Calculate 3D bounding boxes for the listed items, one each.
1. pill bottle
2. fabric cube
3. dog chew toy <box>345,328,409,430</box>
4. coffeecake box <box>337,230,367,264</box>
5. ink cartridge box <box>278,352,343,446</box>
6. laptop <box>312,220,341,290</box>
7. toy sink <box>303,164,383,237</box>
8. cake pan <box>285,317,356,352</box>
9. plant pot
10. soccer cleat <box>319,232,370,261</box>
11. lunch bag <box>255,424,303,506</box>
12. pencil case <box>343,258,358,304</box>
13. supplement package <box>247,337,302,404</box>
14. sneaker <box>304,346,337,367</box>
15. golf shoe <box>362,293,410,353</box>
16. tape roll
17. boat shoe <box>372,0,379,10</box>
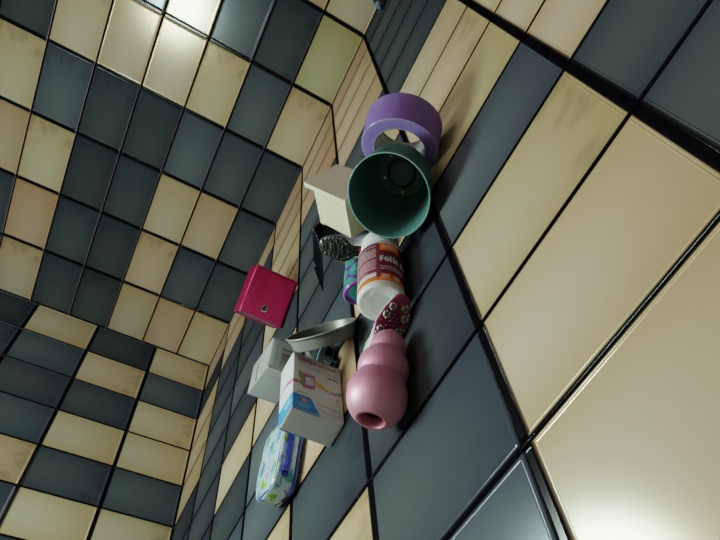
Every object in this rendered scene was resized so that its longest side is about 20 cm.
[{"bbox_3d":[0.047,0.007,1.356,0.115,0.111,0.203,-54,22,36],"label":"pill bottle"},{"bbox_3d":[-0.400,0.112,2.455,0.205,0.192,0.199,-69,17,-12],"label":"fabric cube"},{"bbox_3d":[0.043,0.204,1.143,0.125,0.122,0.204,-47,18,47],"label":"dog chew toy"},{"bbox_3d":[-0.025,-0.140,1.728,0.204,0.071,0.154,-63,19,15],"label":"coffeecake box"},{"bbox_3d":[-0.123,0.315,1.453,0.086,0.141,0.202,-59,19,23],"label":"ink cartridge box"},{"bbox_3d":[-0.076,-0.075,1.673,0.199,0.104,0.178,-40,26,4],"label":"laptop"},{"bbox_3d":[-0.042,-0.185,1.546,0.198,0.128,0.115,29,139,45],"label":"toy sink"},{"bbox_3d":[-0.098,0.169,1.526,0.199,0.194,0.038,173,81,-70],"label":"cake pan"},{"bbox_3d":[0.084,-0.206,1.382,0.203,0.198,0.162,-55,2,33],"label":"plant pot"},{"bbox_3d":[-0.010,-0.068,1.524,0.074,0.192,0.070,-67,-24,-63],"label":"soccer cleat"},{"bbox_3d":[-0.218,0.527,1.595,0.162,0.080,0.204,-52,23,43],"label":"lunch bag"},{"bbox_3d":[0.000,0.000,1.553,0.091,0.085,0.203,-35,30,25],"label":"pencil case"},{"bbox_3d":[-0.288,0.342,1.970,0.201,0.114,0.119,-52,24,42],"label":"supplement package"},{"bbox_3d":[-0.107,0.239,1.651,0.082,0.073,0.201,-47,27,9],"label":"sneaker"},{"bbox_3d":[0.047,0.141,1.271,0.205,0.073,0.092,-66,14,4],"label":"golf shoe"},{"bbox_3d":[0.102,-0.333,1.448,0.200,0.195,0.087,-41,30,54],"label":"tape roll"},{"bbox_3d":[0.095,-1.382,2.932,0.068,0.083,0.205,-35,54,28],"label":"boat shoe"}]
